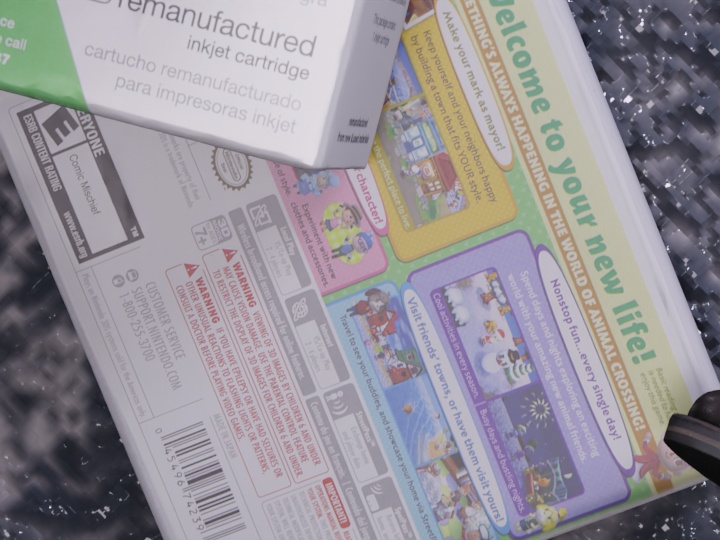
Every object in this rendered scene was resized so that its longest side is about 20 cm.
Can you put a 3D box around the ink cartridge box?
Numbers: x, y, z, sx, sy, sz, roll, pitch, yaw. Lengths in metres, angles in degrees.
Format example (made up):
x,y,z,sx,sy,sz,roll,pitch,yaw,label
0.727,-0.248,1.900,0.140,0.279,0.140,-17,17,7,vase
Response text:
x,y,z,sx,sy,sz,roll,pitch,yaw,label
-0.048,-0.142,0.743,0.146,0.084,0.200,14,95,9,ink cartridge box

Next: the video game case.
x,y,z,sx,sy,sz,roll,pitch,yaw,label
0.000,0.000,0.803,0.182,0.022,0.200,-22,94,10,video game case

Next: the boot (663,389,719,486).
x,y,z,sx,sy,sz,roll,pitch,yaw,label
0.199,-0.001,0.749,0.200,0.069,0.174,7,75,19,boot
